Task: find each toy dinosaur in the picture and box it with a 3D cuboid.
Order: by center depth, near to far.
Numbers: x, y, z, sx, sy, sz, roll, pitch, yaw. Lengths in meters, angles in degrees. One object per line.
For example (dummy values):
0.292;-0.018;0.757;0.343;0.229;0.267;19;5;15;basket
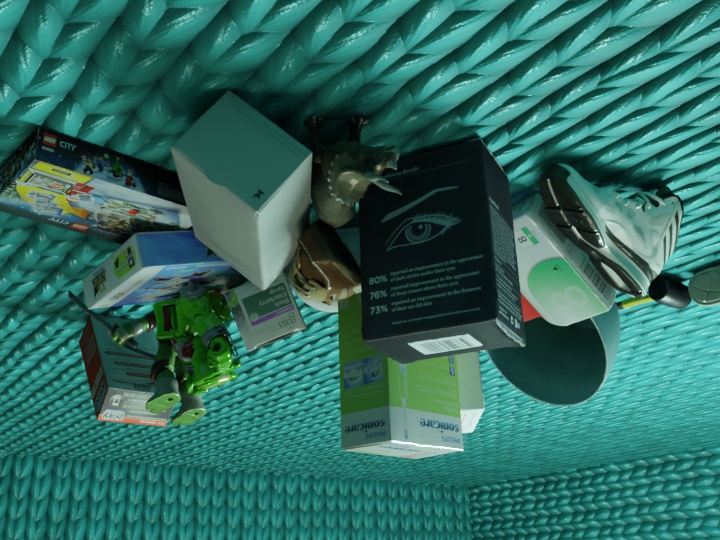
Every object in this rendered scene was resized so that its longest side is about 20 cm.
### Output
-0.026;-0.088;0.818;0.076;0.103;0.200;5;157;-17;toy dinosaur

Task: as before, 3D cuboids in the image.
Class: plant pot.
0.285;0.069;1.165;0.134;0.201;0.200;-34;-177;-39;plant pot

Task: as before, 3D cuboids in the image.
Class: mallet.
0.433;0.055;1.310;0.065;0.042;0.200;13;159;-24;mallet

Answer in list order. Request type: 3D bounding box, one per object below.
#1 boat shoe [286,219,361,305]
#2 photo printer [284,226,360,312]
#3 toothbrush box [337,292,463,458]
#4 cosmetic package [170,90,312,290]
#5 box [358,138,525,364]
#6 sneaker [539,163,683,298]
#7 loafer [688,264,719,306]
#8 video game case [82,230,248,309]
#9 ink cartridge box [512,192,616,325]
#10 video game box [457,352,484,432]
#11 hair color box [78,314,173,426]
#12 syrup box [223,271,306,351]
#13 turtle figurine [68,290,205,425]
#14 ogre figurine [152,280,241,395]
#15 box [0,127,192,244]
-0.040;0.004;0.909;0.074;0.076;0.200;-32;165;2;boat shoe
0.000;0.000;1.087;0.198;0.070;0.167;-5;158;9;photo printer
0.050;0.128;1.047;0.086;0.202;0.145;-21;154;38;toothbrush box
-0.113;-0.071;0.822;0.107;0.085;0.200;38;159;9;cosmetic package
0.084;-0.017;0.871;0.147;0.202;0.104;-11;157;25;box
0.291;-0.073;0.938;0.201;0.116;0.076;45;170;-25;sneaker
0.567;0.006;1.164;0.063;0.073;0.199;-6;172;-40;loafer
-0.219;-0.002;1.029;0.199;0.046;0.181;-5;167;-39;video game case
0.197;0.008;1.041;0.161;0.050;0.200;46;140;-12;ink cartridge box
0.152;0.135;1.264;0.046;0.202;0.182;-3;159;-1;video game box
-0.367;0.153;1.289;0.110;0.200;0.064;13;112;-32;hair color box
-0.125;0.051;1.078;0.078;0.082;0.200;-22;180;-7;syrup box
-0.303;0.128;1.188;0.198;0.195;0.144;-8;144;-17;turtle figurine
-0.205;0.086;1.045;0.097;0.121;0.200;-20;170;-4;ogre figurine
-0.284;-0.081;0.903;0.199;0.038;0.136;17;152;-39;box
